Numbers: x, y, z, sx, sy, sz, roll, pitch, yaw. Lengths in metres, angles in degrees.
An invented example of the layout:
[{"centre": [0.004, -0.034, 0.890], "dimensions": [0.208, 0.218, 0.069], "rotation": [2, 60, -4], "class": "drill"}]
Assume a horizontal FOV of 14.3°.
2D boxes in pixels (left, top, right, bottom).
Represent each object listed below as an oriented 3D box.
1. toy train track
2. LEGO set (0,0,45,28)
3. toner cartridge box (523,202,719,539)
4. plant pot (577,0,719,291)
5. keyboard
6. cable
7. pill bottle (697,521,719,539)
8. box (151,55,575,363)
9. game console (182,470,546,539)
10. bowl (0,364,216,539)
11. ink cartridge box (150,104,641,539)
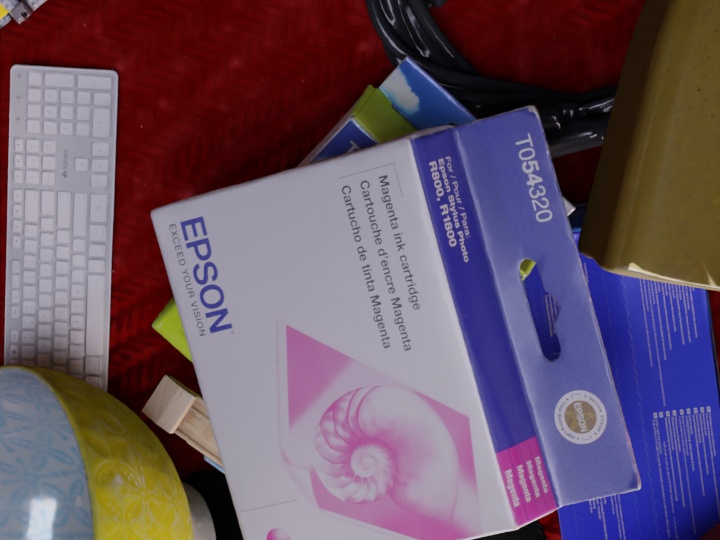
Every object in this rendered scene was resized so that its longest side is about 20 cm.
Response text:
[{"centre": [-0.028, 0.119, 1.466], "dimensions": [0.200, 0.033, 0.115], "rotation": [35, 94, 12], "class": "toy train track"}, {"centre": [-0.229, -0.168, 1.413], "dimensions": [0.154, 0.116, 0.200], "rotation": [-28, 104, 14], "class": "LEGO set"}, {"centre": [0.142, 0.063, 1.497], "dimensions": [0.095, 0.043, 0.201], "rotation": [-7, 109, 7], "class": "toner cartridge box"}, {"centre": [0.215, -0.087, 1.314], "dimensions": [0.194, 0.196, 0.201], "rotation": [9, 92, 0], "class": "plant pot"}, {"centre": [-0.159, -0.011, 1.519], "dimensions": [0.056, 0.011, 0.201], "rotation": [5, 110, 4], "class": "keyboard"}, {"centre": [0.106, -0.141, 1.430], "dimensions": [0.199, 0.051, 0.164], "rotation": [-16, 102, 16], "class": "cable"}, {"centre": [0.222, 0.168, 1.452], "dimensions": [0.200, 0.113, 0.113], "rotation": [-37, 104, -12], "class": "pill bottle"}, {"centre": [0.000, 0.000, 1.463], "dimensions": [0.122, 0.048, 0.200], "rotation": [42, 122, -5], "class": "box"}, {"centre": [-0.012, 0.218, 1.540], "dimensions": [0.176, 0.116, 0.201], "rotation": [6, 87, 38], "class": "game console"}, {"centre": [-0.141, 0.149, 1.503], "dimensions": [0.107, 0.200, 0.201], "rotation": [3, 115, -34], "class": "bowl"}, {"centre": [0.015, 0.038, 1.395], "dimensions": [0.199, 0.043, 0.197], "rotation": [-15, 93, 23], "class": "ink cartridge box"}]
